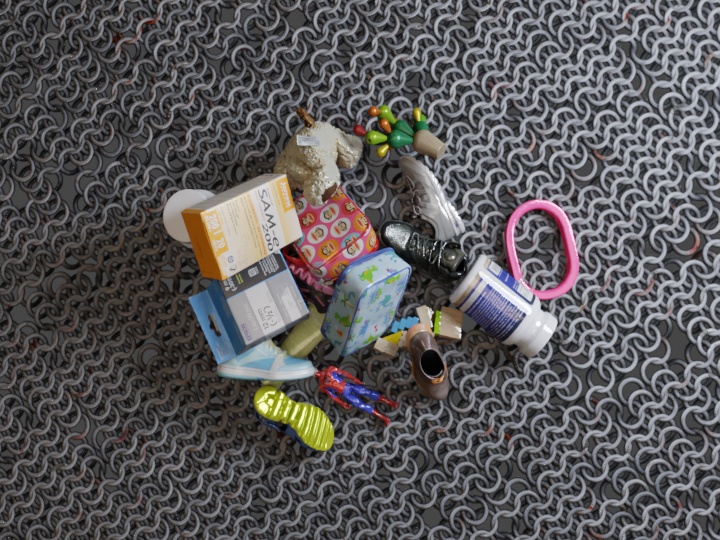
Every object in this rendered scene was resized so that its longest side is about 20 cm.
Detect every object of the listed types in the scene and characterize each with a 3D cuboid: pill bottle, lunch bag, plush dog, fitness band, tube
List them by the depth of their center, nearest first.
[{"bbox_3d":[0.013,0.060,1.205,0.159,0.203,0.082,-25,55,-38],"label":"lunch bag"},{"bbox_3d":[-0.303,-0.095,1.232,0.111,0.200,0.117,-1,86,8],"label":"pill bottle"},{"bbox_3d":[-0.113,-0.214,1.232,0.161,0.202,0.170,45,134,-15],"label":"plush dog"},{"bbox_3d":[-0.074,-0.072,1.237,0.174,0.082,0.201,-35,50,-1],"label":"lunch bag"},{"bbox_3d":[0.283,0.073,1.238,0.199,0.116,0.117,38,91,4],"label":"pill bottle"},{"bbox_3d":[0.368,-0.042,1.276,0.140,0.037,0.205,-13,89,3],"label":"fitness band"},{"bbox_3d":[-0.131,0.159,1.298,0.058,0.052,0.201,40,88,-24],"label":"tube"}]

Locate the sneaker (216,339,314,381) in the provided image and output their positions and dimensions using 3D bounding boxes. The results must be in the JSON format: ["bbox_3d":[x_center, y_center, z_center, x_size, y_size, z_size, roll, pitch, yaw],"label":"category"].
[{"bbox_3d":[-0.186,0.149,1.237,0.194,0.080,0.134,3,85,0],"label":"sneaker"}]

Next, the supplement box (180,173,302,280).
[{"bbox_3d":[-0.211,-0.084,1.139,0.072,0.199,0.129,7,120,44],"label":"supplement box"}]

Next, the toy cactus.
[{"bbox_3d":[0.090,-0.260,1.229,0.164,0.198,0.104,34,118,25],"label":"toy cactus"}]

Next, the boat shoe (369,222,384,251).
[{"bbox_3d":[0.000,0.000,1.287,0.060,0.071,0.204,41,107,45],"label":"boat shoe"}]

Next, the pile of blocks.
[{"bbox_3d":[0.114,0.124,1.275,0.195,0.062,0.084,-14,77,-9],"label":"pile of blocks"}]

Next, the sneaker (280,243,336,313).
[{"bbox_3d":[-0.128,0.018,1.287,0.198,0.079,0.097,33,127,20],"label":"sneaker"}]

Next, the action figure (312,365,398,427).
[{"bbox_3d":[-0.019,0.250,1.289,0.197,0.052,0.067,27,94,6],"label":"action figure"}]

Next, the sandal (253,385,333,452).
[{"bbox_3d":[-0.142,0.307,1.284,0.198,0.087,0.080,37,55,-11],"label":"sandal"}]

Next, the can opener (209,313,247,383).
[{"bbox_3d":[-0.271,0.136,1.295,0.052,0.067,0.204,-23,87,3],"label":"can opener"}]

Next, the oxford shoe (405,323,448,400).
[{"bbox_3d":[0.137,0.199,1.223,0.070,0.073,0.202,-25,127,0],"label":"oxford shoe"}]

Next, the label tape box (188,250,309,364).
[{"bbox_3d":[-0.213,0.066,1.187,0.197,0.066,0.146,-26,81,-12],"label":"label tape box"}]

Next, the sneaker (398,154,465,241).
[{"bbox_3d":[0.130,-0.143,1.272,0.081,0.075,0.202,-34,87,0],"label":"sneaker"}]

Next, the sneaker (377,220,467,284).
[{"bbox_3d":[0.130,-0.043,1.217,0.197,0.114,0.077,33,71,-15],"label":"sneaker"}]
